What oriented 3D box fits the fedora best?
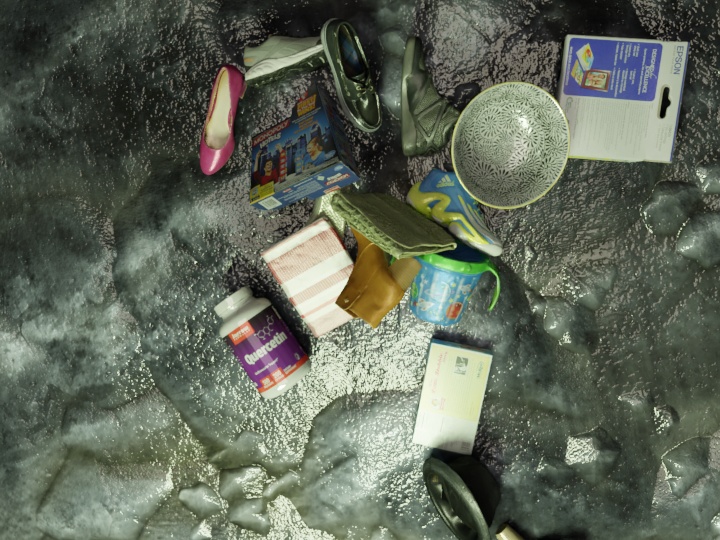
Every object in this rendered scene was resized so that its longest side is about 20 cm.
[{"bbox_3d":[0.202,0.417,1.046,0.091,0.200,0.202,-29,93,-23],"label":"fedora"}]

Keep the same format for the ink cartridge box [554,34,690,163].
[{"bbox_3d":[0.434,-0.289,0.963,0.198,0.047,0.200,6,97,5],"label":"ink cartridge box"}]

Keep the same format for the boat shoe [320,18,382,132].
[{"bbox_3d":[-0.009,-0.330,0.971,0.068,0.057,0.201,-34,118,-14],"label":"boat shoe"}]

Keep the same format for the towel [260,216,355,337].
[{"bbox_3d":[-0.075,0.015,1.053,0.143,0.023,0.201,-28,109,9],"label":"towel"}]

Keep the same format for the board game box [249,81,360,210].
[{"bbox_3d":[-0.101,-0.222,1.001,0.199,0.062,0.202,-18,59,28],"label":"board game box"}]

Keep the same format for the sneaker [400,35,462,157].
[{"bbox_3d":[0.124,-0.304,0.986,0.113,0.076,0.202,-3,100,6],"label":"sneaker"}]

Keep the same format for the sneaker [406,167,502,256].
[{"bbox_3d":[0.180,-0.113,0.989,0.199,0.076,0.106,35,94,17],"label":"sneaker"}]

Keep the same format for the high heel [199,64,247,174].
[{"bbox_3d":[-0.259,-0.271,1.027,0.067,0.096,0.201,28,100,3],"label":"high heel"}]

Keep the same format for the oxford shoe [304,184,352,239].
[{"bbox_3d":[-0.061,-0.103,1.047,0.074,0.058,0.201,14,115,-11],"label":"oxford shoe"}]

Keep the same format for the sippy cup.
[{"bbox_3d":[0.146,0.022,1.003,0.177,0.139,0.131,33,117,43],"label":"sippy cup"}]

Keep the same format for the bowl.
[{"bbox_3d":[0.241,-0.214,0.962,0.199,0.094,0.203,-1,106,-4],"label":"bowl"}]

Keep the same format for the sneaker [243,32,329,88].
[{"bbox_3d":[-0.120,-0.393,1.007,0.198,0.074,0.080,-14,90,9],"label":"sneaker"}]

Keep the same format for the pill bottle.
[{"bbox_3d":[-0.187,0.132,1.063,0.112,0.112,0.201,-34,92,10],"label":"pill bottle"}]

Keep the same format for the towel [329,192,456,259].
[{"bbox_3d":[0.054,-0.082,0.954,0.200,0.147,0.037,40,124,38],"label":"towel"}]

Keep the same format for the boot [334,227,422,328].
[{"bbox_3d":[0.001,0.001,0.977,0.144,0.071,0.201,-48,47,-2],"label":"boot"}]

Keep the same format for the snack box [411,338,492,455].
[{"bbox_3d":[0.171,0.238,1.069,0.115,0.037,0.202,11,99,5],"label":"snack box"}]

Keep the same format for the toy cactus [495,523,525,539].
[{"bbox_3d":[0.320,0.565,1.074,0.200,0.102,0.165,-45,80,19],"label":"toy cactus"}]
